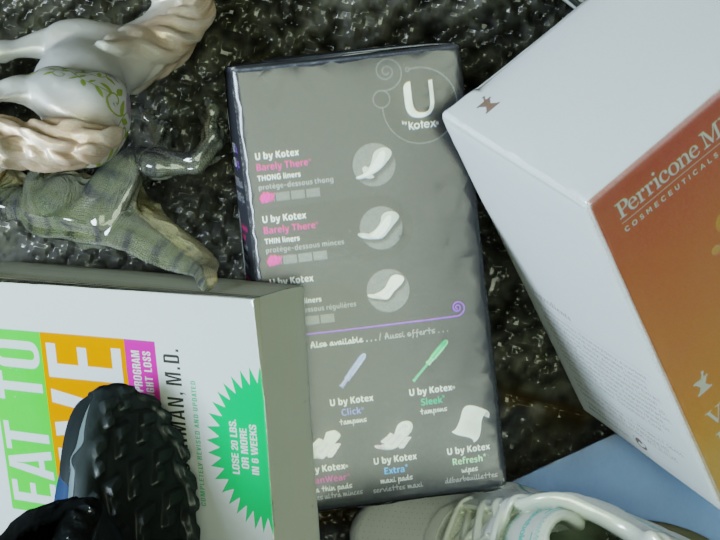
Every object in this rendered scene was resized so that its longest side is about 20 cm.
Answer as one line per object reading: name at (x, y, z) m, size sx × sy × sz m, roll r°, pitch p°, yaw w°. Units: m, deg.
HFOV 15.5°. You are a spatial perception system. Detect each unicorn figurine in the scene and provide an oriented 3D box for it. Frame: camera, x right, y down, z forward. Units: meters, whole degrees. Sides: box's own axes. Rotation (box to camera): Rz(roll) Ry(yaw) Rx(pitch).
unicorn figurine at (-0.133, -0.092, 1.197) m, size 0.137 × 0.200 × 0.074 m, roll -8°, pitch 131°, yaw 3°

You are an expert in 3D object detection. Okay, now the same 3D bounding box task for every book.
book at (-0.102, 0.069, 1.188) m, size 0.199 × 0.048 × 0.134 m, roll 3°, pitch 101°, yaw 42°

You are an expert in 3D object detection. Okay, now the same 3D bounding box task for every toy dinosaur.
toy dinosaur at (-0.105, -0.039, 1.207) m, size 0.088 × 0.200 × 0.048 m, roll -48°, pitch 132°, yaw -23°

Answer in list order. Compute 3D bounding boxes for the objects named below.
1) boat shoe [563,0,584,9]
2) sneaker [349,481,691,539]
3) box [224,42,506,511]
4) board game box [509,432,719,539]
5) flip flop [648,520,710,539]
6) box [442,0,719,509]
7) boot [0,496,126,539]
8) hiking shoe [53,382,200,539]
boat shoe at (0.148, -0.120, 1.233) m, size 0.200 × 0.064 × 0.071 m, roll 33°, pitch 93°, yaw -4°
sneaker at (0.076, 0.123, 1.193) m, size 0.200 × 0.080 × 0.071 m, roll 7°, pitch 66°, yaw 33°
box at (0.000, 0.000, 1.207) m, size 0.106 × 0.122 × 0.201 m, roll -7°, pitch 95°, yaw -4°
board game box at (0.120, 0.167, 1.267) m, size 0.199 × 0.039 × 0.158 m, roll -25°, pitch 82°, yaw 3°
flip flop at (0.170, 0.176, 1.203) m, size 0.200 × 0.058 × 0.081 m, roll 30°, pitch 89°, yaw 20°
box at (0.152, -0.025, 1.161) m, size 0.152 × 0.106 × 0.200 m, roll -40°, pitch 131°, yaw -12°
boot at (-0.066, 0.151, 1.050) m, size 0.200 × 0.076 × 0.168 m, roll -44°, pitch 114°, yaw -28°
hiking shoe at (-0.121, 0.148, 1.119) m, size 0.086 × 0.074 × 0.201 m, roll -9°, pitch 73°, yaw 39°
